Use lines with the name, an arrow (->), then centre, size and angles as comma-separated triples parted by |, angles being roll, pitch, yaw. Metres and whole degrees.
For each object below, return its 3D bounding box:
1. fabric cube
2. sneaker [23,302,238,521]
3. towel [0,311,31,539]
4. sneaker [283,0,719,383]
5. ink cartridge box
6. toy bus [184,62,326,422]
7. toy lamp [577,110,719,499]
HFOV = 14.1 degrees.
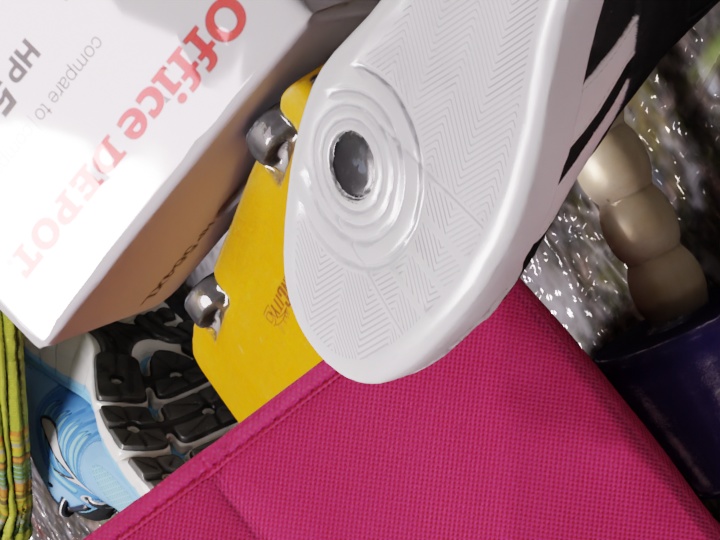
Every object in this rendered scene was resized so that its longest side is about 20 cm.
fabric cube -> 0.027, 0.148, 0.820 | 0.199, 0.200, 0.196 | 52, 177, 18
sneaker -> -0.082, 0.064, 1.122 | 0.200, 0.078, 0.090 | 46, 140, 46
towel -> -0.155, 0.017, 1.088 | 0.086, 0.018, 0.200 | 45, 150, 29
sneaker -> 0.060, -0.059, 0.698 | 0.073, 0.112, 0.200 | 46, 130, 31
ink cartridge box -> -0.106, -0.099, 0.895 | 0.200, 0.084, 0.146 | 45, 114, 10
toy bus -> 0.000, 0.000, 0.917 | 0.065, 0.078, 0.200 | 54, 153, 16
toy lamp -> 0.065, -0.033, 0.794 | 0.058, 0.058, 0.200 | -17, 99, 64
